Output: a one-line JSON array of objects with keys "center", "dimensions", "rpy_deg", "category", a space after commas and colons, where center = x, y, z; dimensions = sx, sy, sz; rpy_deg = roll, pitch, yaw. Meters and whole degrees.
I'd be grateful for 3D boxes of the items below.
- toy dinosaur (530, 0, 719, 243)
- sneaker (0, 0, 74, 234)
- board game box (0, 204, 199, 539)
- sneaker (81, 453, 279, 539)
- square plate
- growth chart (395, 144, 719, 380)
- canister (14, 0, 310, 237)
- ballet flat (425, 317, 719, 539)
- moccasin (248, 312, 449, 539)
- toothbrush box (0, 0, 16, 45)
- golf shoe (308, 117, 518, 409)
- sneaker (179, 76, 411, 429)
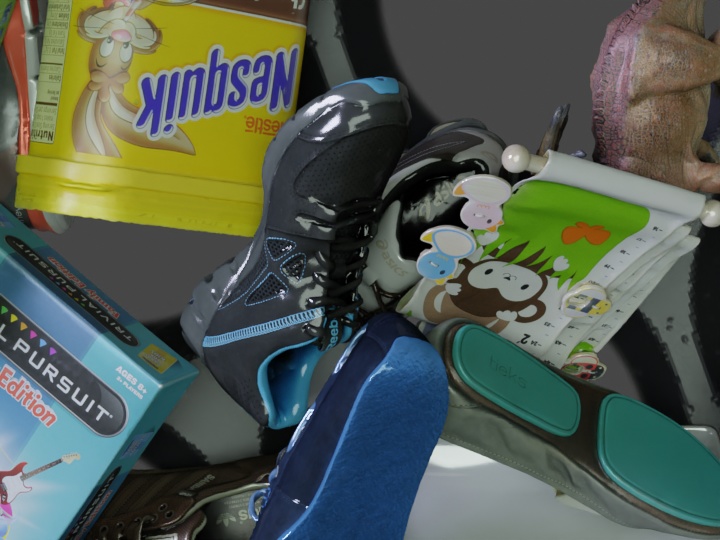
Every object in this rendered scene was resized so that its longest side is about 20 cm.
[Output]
[{"center": [0.143, -0.083, 1.251], "dimensions": [0.135, 0.086, 0.200], "rpy_deg": [9, 90, -23], "category": "toy dinosaur"}, {"center": [-0.201, -0.115, 1.294], "dimensions": [0.082, 0.077, 0.200], "rpy_deg": [-6, 93, 9], "category": "sneaker"}, {"center": [-0.201, 0.085, 1.281], "dimensions": [0.151, 0.047, 0.200], "rpy_deg": [39, 110, 12], "category": "board game box"}, {"center": [-0.109, 0.139, 1.307], "dimensions": [0.200, 0.076, 0.071], "rpy_deg": [-17, 94, 3], "category": "sneaker"}, {"center": [0.097, 0.168, 1.272], "dimensions": [0.200, 0.028, 0.198], "rpy_deg": [-1, 50, -1], "category": "square plate"}, {"center": [0.091, 0.007, 1.236], "dimensions": [0.145, 0.200, 0.018], "rpy_deg": [8, 52, -19], "category": "growth chart"}, {"center": [-0.095, -0.123, 1.259], "dimensions": [0.148, 0.087, 0.200], "rpy_deg": [6, 92, -39], "category": "canister"}, {"center": [0.105, 0.088, 1.268], "dimensions": [0.200, 0.067, 0.064], "rpy_deg": [30, 138, -19], "category": "ballet flat"}, {"center": [-0.008, 0.113, 1.231], "dimensions": [0.080, 0.068, 0.200], "rpy_deg": [23, 111, -23], "category": "moccasin"}, {"center": [-0.244, -0.090, 1.202], "dimensions": [0.086, 0.146, 0.200], "rpy_deg": [23, 112, 4], "category": "toothbrush box"}, {"center": [0.000, 0.000, 1.285], "dimensions": [0.078, 0.094, 0.200], "rpy_deg": [40, 96, -2], "category": "golf shoe"}, {"center": [-0.017, -0.008, 1.218], "dimensions": [0.082, 0.073, 0.200], "rpy_deg": [55, 133, 33], "category": "sneaker"}]
